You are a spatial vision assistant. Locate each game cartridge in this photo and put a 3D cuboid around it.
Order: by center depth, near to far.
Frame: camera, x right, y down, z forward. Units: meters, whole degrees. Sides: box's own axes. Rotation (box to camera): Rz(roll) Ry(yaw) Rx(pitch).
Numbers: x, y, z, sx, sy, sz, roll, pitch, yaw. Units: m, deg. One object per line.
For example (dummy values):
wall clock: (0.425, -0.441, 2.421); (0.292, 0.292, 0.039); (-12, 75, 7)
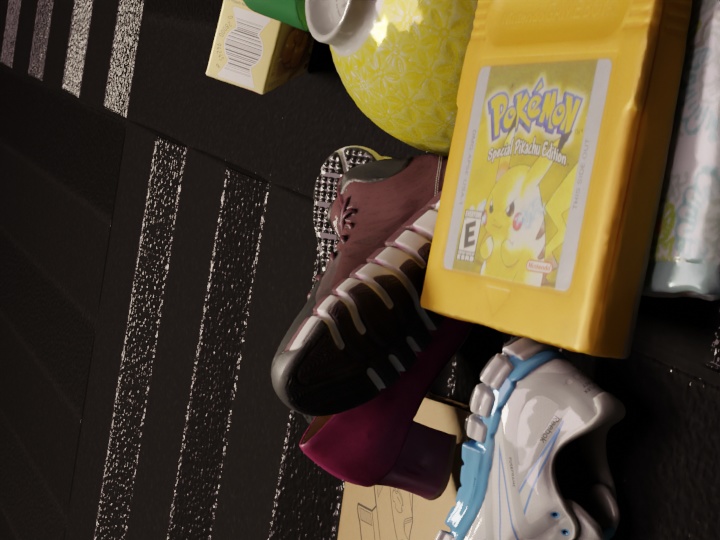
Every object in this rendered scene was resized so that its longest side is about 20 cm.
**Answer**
game cartridge: (0.096, -0.066, 0.746); (0.176, 0.032, 0.200); (13, 95, 64)

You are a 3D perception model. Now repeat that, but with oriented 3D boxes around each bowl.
bowl: (0.028, -0.181, 0.935); (0.200, 0.107, 0.201); (-173, 90, -65)

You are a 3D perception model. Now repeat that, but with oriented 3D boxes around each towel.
towel: (0.137, -0.071, 0.749); (0.200, 0.048, 0.172); (2, 87, 65)

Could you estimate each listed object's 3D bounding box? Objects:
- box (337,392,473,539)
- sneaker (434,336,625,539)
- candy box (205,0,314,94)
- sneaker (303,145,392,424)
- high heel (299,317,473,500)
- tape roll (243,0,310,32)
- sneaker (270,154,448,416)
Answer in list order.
box: (0.028, 0.179, 0.952); (0.163, 0.021, 0.200); (10, 93, 64)
sneaker: (0.094, 0.140, 0.773); (0.087, 0.075, 0.200); (29, 122, 39)
candy box: (-0.057, -0.249, 1.130); (0.115, 0.055, 0.200); (-49, -22, -67)
sneaker: (0.007, 0.017, 0.981); (0.074, 0.080, 0.200); (14, 98, 31)
high heel: (0.017, 0.040, 0.892); (0.067, 0.096, 0.200); (-39, 37, 45)
tape roll: (-0.022, -0.268, 0.996); (0.200, 0.048, 0.201); (22, -90, -78)
sneaker: (0.000, 0.000, 0.874); (0.115, 0.200, 0.076); (24, 149, 47)
